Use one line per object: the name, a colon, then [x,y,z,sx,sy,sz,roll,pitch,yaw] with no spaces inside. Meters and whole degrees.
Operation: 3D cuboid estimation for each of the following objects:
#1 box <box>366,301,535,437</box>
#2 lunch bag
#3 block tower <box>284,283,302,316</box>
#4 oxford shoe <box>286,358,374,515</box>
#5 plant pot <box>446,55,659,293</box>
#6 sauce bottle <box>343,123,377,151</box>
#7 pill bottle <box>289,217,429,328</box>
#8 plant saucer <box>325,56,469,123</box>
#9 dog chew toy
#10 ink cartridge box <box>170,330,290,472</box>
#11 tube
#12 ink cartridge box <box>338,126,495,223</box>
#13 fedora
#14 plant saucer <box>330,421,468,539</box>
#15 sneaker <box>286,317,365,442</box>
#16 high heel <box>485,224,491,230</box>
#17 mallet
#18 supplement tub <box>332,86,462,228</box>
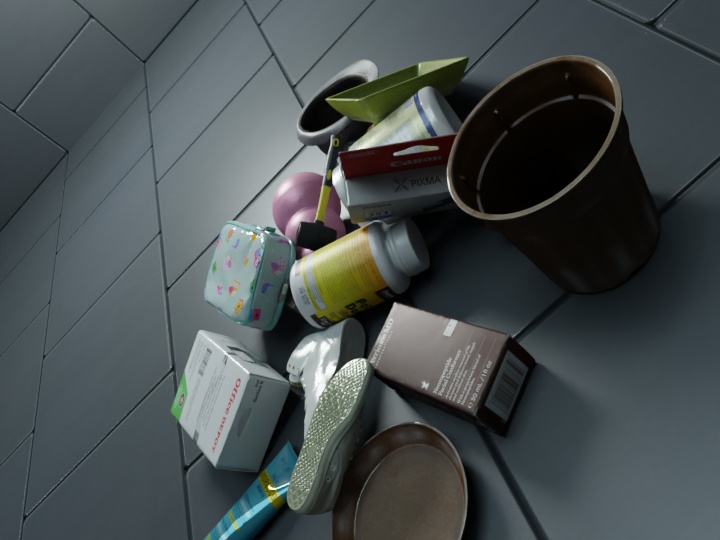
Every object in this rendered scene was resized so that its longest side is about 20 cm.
box: [0.104,0.114,0.809,0.197,0.074,0.102,11,69,52]
lunch bag: [-0.183,0.002,1.100,0.198,0.076,0.165,21,93,53]
block tower: [-0.130,0.028,1.138,0.198,0.058,0.055,24,79,51]
oxford shoe: [-0.029,0.209,0.830,0.074,0.057,0.205,6,70,55]
plant pot: [0.228,-0.088,0.734,0.197,0.197,0.205,-27,43,28]
sauce bottle: [0.054,-0.234,1.144,0.196,0.064,0.066,-15,50,38]
pill bottle: [0.000,0.000,0.969,0.196,0.109,0.112,-25,44,21]
plant saucer: [0.060,-0.292,1.085,0.195,0.049,0.199,-24,20,-12]
dog chew toy: [-0.079,-0.067,1.111,0.123,0.124,0.204,-34,54,21]
ink cartridge box: [-0.209,0.202,1.038,0.198,0.083,0.150,24,93,52]
tube: [-0.152,0.340,0.927,0.201,0.050,0.077,-48,45,-2]
ink cartridge box: [0.074,-0.117,0.859,0.193,0.176,0.046,-9,79,2]
fedora: [-0.026,-0.293,1.253,0.199,0.090,0.177,-43,39,0]
plant saucer: [0.048,0.281,0.766,0.197,0.034,0.205,-28,43,29]
sneaker: [-0.061,0.173,0.945,0.114,0.073,0.204,-21,40,40]
high heel: [0.202,-0.139,0.908,0.095,0.068,0.201,19,61,41]
mallet: [-0.047,-0.122,1.051,0.041,0.064,0.205,126,162,-68]
supplement tub: [0.067,-0.162,1.006,0.198,0.144,0.148,-34,40,22]
